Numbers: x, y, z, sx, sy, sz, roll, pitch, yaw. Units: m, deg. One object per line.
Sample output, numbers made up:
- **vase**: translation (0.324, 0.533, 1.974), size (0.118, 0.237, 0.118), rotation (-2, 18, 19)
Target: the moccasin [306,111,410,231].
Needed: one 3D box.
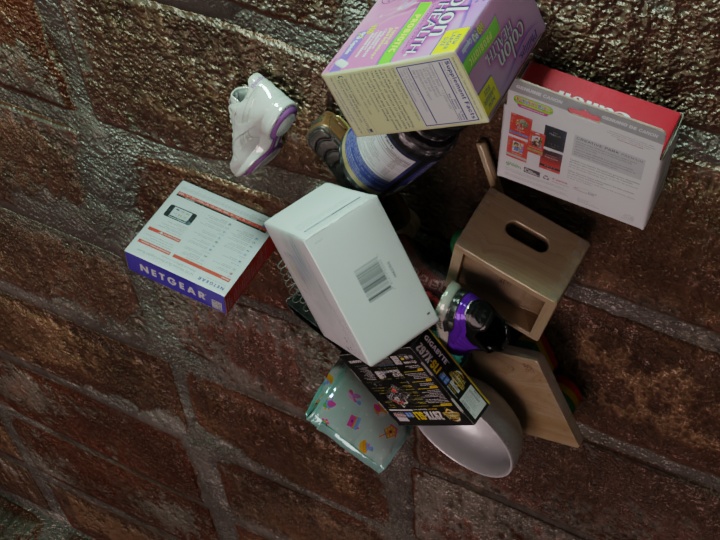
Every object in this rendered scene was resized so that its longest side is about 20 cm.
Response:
- **moccasin**: translation (0.003, -0.142, 1.639), size (0.201, 0.078, 0.073), rotation (45, 130, -9)

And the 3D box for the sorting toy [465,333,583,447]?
- **sorting toy**: translation (0.249, 0.169, 1.786), size (0.198, 0.070, 0.200), rotation (10, 140, 45)

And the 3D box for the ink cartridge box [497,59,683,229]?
- **ink cartridge box**: translation (0.273, -0.164, 1.353), size (0.198, 0.084, 0.177), rotation (23, 149, 17)

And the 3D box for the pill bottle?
- **pill bottle**: translation (0.062, -0.182, 1.496), size (0.112, 0.112, 0.200), rotation (41, 145, -11)

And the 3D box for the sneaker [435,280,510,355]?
- **sneaker**: translation (0.164, 0.089, 1.601), size (0.099, 0.070, 0.200), rotation (26, 167, 19)

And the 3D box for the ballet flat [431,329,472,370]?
- **ballet flat**: translation (0.091, 0.125, 1.777), size (0.197, 0.069, 0.068), rotation (11, 163, 27)

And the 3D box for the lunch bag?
- **lunch bag**: translation (0.013, 0.230, 1.964), size (0.170, 0.201, 0.122), rotation (38, 146, -8)

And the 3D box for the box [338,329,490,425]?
- **box**: translation (0.076, 0.161, 1.691), size (0.160, 0.049, 0.199), rotation (48, 152, -17)

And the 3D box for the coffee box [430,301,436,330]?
- **coffee box**: translation (0.103, 0.094, 1.858), size (0.122, 0.044, 0.201), rotation (10, 140, 34)

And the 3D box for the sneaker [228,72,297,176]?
- **sneaker**: translation (-0.159, -0.218, 1.695), size (0.100, 0.075, 0.200), rotation (47, 142, 6)

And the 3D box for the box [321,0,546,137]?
- **box**: translation (0.086, -0.256, 1.325), size (0.198, 0.177, 0.097), rotation (0, 135, 41)

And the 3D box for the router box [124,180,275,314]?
- **router box**: translation (-0.260, -0.043, 1.883), size (0.198, 0.180, 0.049), rotation (23, 145, 17)

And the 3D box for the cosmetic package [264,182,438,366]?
- **cosmetic package**: translation (-0.018, 0.000, 1.577), size (0.201, 0.122, 0.200), rotation (62, 168, -17)

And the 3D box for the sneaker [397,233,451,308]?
- **sneaker**: translation (0.125, 0.008, 1.699), size (0.097, 0.071, 0.201), rotation (-35, 110, 23)

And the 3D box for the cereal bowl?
- **cereal bowl**: translation (0.178, 0.232, 1.802), size (0.199, 0.084, 0.201), rotation (32, 152, 19)

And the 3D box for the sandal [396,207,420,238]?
- **sandal**: translation (0.012, -0.033, 1.759), size (0.078, 0.070, 0.211), rotation (42, 146, -11)

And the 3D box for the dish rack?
- **dish rack**: translation (-0.070, 0.032, 1.808), size (0.153, 0.055, 0.201), rotation (35, 158, 32)

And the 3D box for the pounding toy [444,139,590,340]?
- **pounding toy**: translation (0.204, -0.039, 1.554), size (0.198, 0.143, 0.185), rotation (31, 161, 10)
